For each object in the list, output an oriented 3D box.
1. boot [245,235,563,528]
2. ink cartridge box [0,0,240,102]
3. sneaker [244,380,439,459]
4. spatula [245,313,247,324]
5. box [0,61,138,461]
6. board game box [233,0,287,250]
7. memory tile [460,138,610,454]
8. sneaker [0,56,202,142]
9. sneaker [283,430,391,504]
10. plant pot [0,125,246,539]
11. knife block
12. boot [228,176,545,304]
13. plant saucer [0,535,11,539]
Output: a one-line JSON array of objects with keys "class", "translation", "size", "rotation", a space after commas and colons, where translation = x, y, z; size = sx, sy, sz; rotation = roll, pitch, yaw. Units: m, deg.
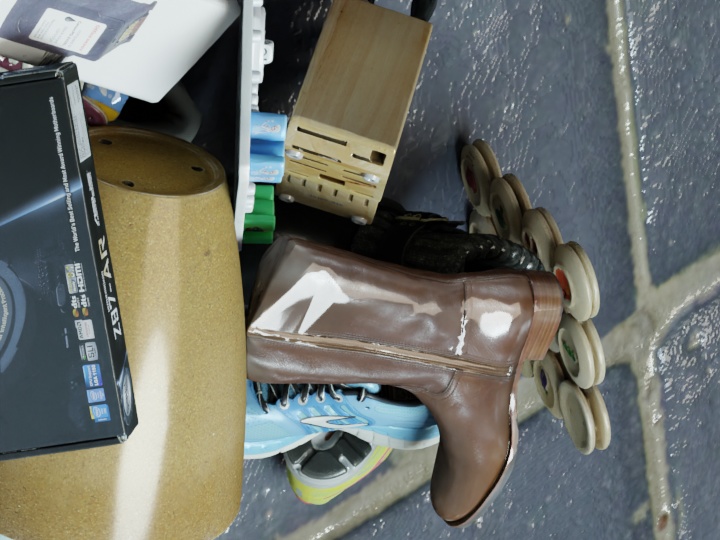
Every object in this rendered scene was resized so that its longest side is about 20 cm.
[{"class": "boot", "translation": [0.004, 0.068, 1.662], "size": [0.199, 0.064, 0.187], "rotation": [4, 115, -29]}, {"class": "ink cartridge box", "translation": [-0.177, -0.186, 1.484], "size": [0.200, 0.145, 0.084], "rotation": [15, 132, -45]}, {"class": "sneaker", "translation": [-0.023, 0.065, 1.742], "size": [0.199, 0.079, 0.090], "rotation": [-3, 157, -18]}, {"class": "spatula", "translation": [-0.127, 0.034, 1.733], "size": [0.200, 0.021, 0.057], "rotation": [6, 111, -45]}, {"class": "box", "translation": [-0.212, 0.001, 1.470], "size": [0.160, 0.044, 0.201], "rotation": [-7, 99, 6]}, {"class": "board game box", "translation": [-0.056, -0.127, 1.577], "size": [0.026, 0.200, 0.201], "rotation": [1, 79, -3]}, {"class": "memory tile", "translation": [0.112, 0.016, 1.827], "size": [0.017, 0.200, 0.154], "rotation": [-17, 123, -15]}, {"class": "sneaker", "translation": [-0.171, -0.125, 1.568], "size": [0.200, 0.090, 0.075], "rotation": [21, 94, -46]}, {"class": "sneaker", "translation": [0.010, 0.076, 1.856], "size": [0.200, 0.078, 0.090], "rotation": [-45, 164, -29]}, {"class": "plant pot", "translation": [-0.139, 0.027, 1.568], "size": [0.186, 0.186, 0.201], "rotation": [-8, 121, -41]}, {"class": "knife block", "translation": [0.004, -0.125, 1.664], "size": [0.200, 0.064, 0.176], "rotation": [108, -1, -79]}, {"class": "boot", "translation": [0.001, -0.002, 1.737], "size": [0.211, 0.158, 0.080], "rotation": [-6, 113, -41]}, {"class": "plant saucer", "translation": [-0.248, 0.203, 1.618], "size": [0.200, 0.039, 0.202], "rotation": [-4, 117, -8]}]
